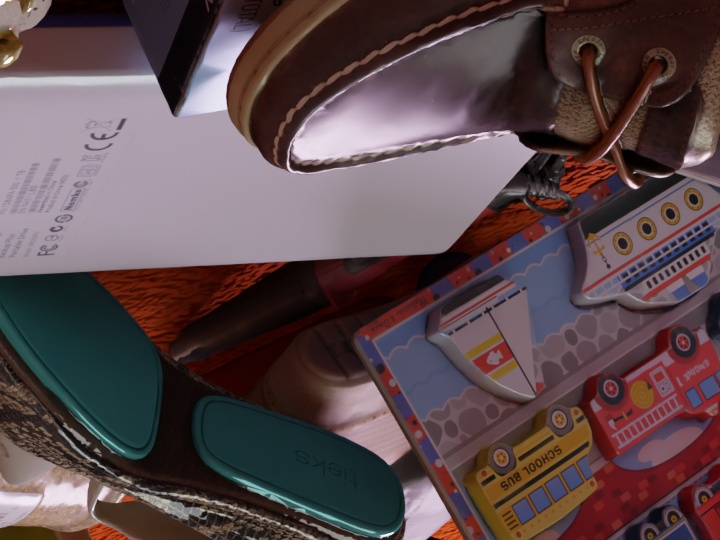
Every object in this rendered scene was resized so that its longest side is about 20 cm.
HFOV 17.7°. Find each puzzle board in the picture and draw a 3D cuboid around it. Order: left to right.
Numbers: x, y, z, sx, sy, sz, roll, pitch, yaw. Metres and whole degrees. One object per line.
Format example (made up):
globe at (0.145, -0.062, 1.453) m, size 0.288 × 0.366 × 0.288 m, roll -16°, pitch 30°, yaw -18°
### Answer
puzzle board at (0.106, 0.045, 0.844) m, size 0.200 × 0.151 × 0.017 m, roll -30°, pitch -179°, yaw -35°

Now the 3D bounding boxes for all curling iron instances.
curling iron at (0.000, 0.000, 0.844) m, size 0.200 × 0.026 × 0.050 m, roll -28°, pitch 159°, yaw 36°

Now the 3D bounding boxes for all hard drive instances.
hard drive at (-0.046, -0.036, 0.674) m, size 0.199 × 0.025 × 0.132 m, roll -3°, pitch 157°, yaw -23°

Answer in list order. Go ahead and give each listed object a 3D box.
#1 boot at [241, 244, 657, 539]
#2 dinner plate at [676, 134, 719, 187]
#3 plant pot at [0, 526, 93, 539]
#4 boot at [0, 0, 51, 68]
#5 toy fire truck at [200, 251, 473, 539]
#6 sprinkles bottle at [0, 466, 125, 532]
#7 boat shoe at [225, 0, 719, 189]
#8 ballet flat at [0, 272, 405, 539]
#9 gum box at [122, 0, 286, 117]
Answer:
boot at (0.029, 0.070, 0.909) m, size 0.199 × 0.072 × 0.167 m, roll -9°, pitch 143°, yaw -29°
dinner plate at (0.167, -0.024, 0.784) m, size 0.200 × 0.200 × 0.024 m, roll 10°, pitch 100°, yaw -57°
plant pot at (-0.194, 0.173, 0.885) m, size 0.181 × 0.199 × 0.200 m, roll -40°, pitch 154°, yaw 29°
boot at (-0.054, -0.096, 0.462) m, size 0.199 × 0.072 × 0.155 m, roll 1°, pitch 156°, yaw -11°
toy fire truck at (0.026, 0.066, 0.985) m, size 0.200 × 0.112 × 0.168 m, roll -25°, pitch 142°, yaw 5°
sprinkles bottle at (-0.160, 0.056, 0.791) m, size 0.068 × 0.068 × 0.200 m, roll -31°, pitch 159°, yaw 25°
boat shoe at (0.068, -0.059, 0.564) m, size 0.199 × 0.072 × 0.072 m, roll -20°, pitch 155°, yaw -13°
ballet flat at (-0.076, 0.058, 0.777) m, size 0.200 × 0.068 × 0.075 m, roll 33°, pitch 127°, yaw -27°
gum box at (0.056, -0.118, 0.577) m, size 0.199 × 0.045 × 0.170 m, roll -11°, pitch 152°, yaw -27°
